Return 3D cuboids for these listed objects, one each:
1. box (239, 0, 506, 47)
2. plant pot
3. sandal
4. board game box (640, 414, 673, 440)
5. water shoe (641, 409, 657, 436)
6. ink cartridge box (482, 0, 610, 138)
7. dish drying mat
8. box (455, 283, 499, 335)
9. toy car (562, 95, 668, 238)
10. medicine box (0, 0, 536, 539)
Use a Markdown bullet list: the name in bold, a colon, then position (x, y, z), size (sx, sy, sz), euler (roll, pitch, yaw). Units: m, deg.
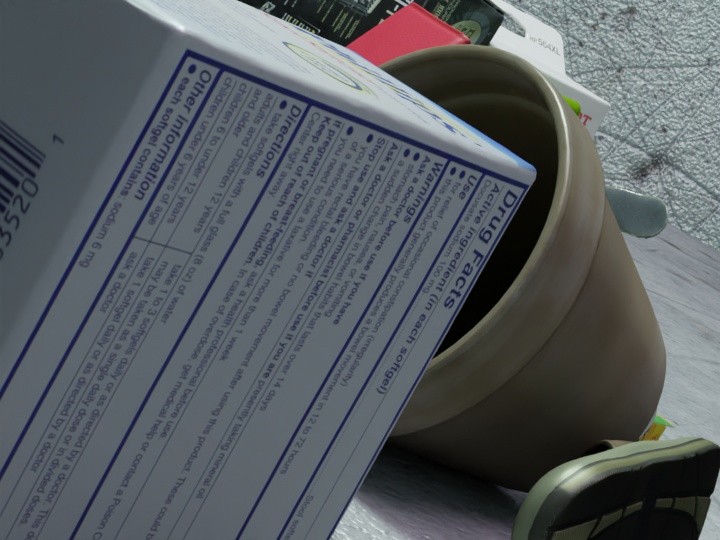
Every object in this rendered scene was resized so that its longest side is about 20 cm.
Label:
- **box**: position (-0.026, -0.140, 1.603), size (0.164, 0.200, 0.086), euler (35, 5, 37)
- **plant pot**: position (0.058, 0.019, 1.141), size (0.174, 0.200, 0.200), euler (43, -3, -41)
- **sandal**: position (0.119, 0.109, 1.107), size (0.057, 0.080, 0.201), euler (21, 4, 32)
- **board game box**: position (0.115, 0.073, 1.438), size (0.095, 0.030, 0.200), euler (35, 14, 31)
- **water shoe**: position (0.094, 0.025, 1.314), size (0.071, 0.079, 0.201), euler (-5, 56, -30)
- **ink cartridge box**: position (0.070, -0.097, 1.675), size (0.128, 0.201, 0.125), euler (21, 12, -39)
- **dish drying mat**: position (-0.027, -0.099, 1.472), size (0.077, 0.200, 0.018), euler (40, -18, 53)
- **box**: position (0.000, 0.000, 1.321), size (0.095, 0.078, 0.200), euler (25, 10, -19)
- **toy car**: position (0.112, -0.031, 1.513), size (0.157, 0.165, 0.200), euler (19, 9, -46)
- **medicine box**: position (-0.068, 0.004, 0.759), size (0.103, 0.183, 0.200), euler (36, 12, 35)
